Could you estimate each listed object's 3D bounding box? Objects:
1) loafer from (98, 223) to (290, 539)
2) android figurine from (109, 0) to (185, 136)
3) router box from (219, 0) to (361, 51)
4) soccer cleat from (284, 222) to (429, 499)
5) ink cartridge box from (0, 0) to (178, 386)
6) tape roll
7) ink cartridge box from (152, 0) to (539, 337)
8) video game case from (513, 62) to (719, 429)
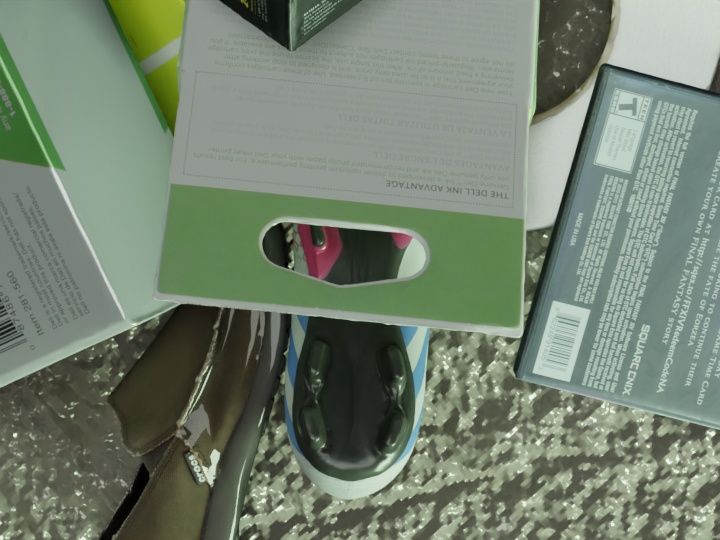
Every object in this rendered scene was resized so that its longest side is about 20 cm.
[{"bbox_3d":[-0.078,0.061,0.831,0.071,0.073,0.201,12,99,-8],"label":"loafer"},{"bbox_3d":[-0.127,-0.101,0.841,0.182,0.041,0.200,-33,93,17],"label":"android figurine"},{"bbox_3d":[-0.012,-0.192,0.758,0.149,0.051,0.200,37,60,23],"label":"router box"},{"bbox_3d":[0.000,0.000,0.804,0.070,0.086,0.201,9,74,-1],"label":"soccer cleat"},{"bbox_3d":[-0.177,-0.020,0.804,0.200,0.084,0.146,-23,94,33],"label":"ink cartridge box"},{"bbox_3d":[0.061,-0.117,0.835,0.202,0.037,0.204,1,95,7],"label":"tape roll"},{"bbox_3d":[-0.002,-0.065,0.751,0.145,0.048,0.201,6,67,-2],"label":"ink cartridge box"},{"bbox_3d":[0.182,0.003,0.818,0.199,0.019,0.143,14,101,-5],"label":"video game case"}]
